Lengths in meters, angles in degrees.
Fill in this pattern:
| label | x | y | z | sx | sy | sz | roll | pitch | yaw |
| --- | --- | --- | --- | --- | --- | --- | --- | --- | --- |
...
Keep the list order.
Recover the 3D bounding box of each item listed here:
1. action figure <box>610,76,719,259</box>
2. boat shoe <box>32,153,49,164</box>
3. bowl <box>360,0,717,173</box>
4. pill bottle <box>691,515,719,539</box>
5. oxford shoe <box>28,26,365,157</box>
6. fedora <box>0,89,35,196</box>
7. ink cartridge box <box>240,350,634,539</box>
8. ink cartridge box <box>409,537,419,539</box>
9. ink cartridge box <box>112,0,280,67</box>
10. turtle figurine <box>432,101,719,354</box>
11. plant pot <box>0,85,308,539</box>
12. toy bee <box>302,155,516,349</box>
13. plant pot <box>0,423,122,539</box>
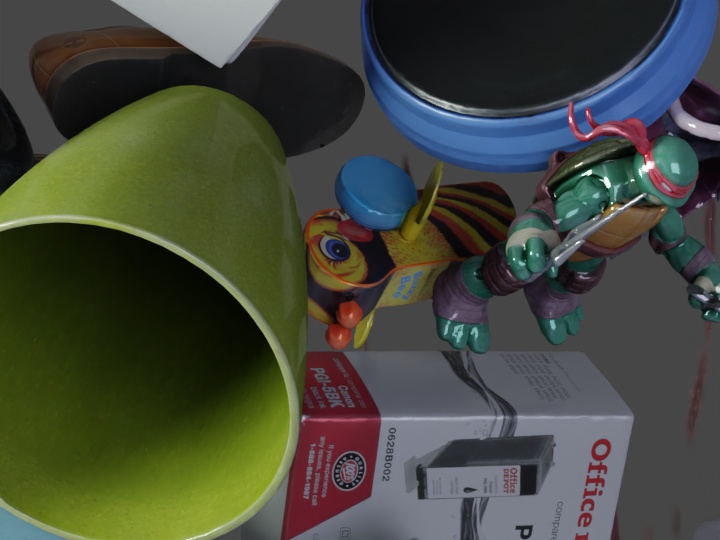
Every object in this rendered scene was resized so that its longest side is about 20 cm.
| label | x | y | z | sx | sy | sz | roll | pitch | yaw |
| --- | --- | --- | --- | --- | --- | --- | --- | --- | --- |
| action figure | 0.132 | -0.116 | 1.187 | 0.133 | 0.149 | 0.201 | -15 | 69 | -25 |
| boat shoe | -0.234 | -0.011 | 1.113 | 0.198 | 0.067 | 0.073 | -17 | 99 | -17 |
| bowl | 0.094 | -0.146 | 1.155 | 0.200 | 0.200 | 0.039 | -42 | 145 | -11 |
| pill bottle | 0.309 | 0.175 | 1.287 | 0.198 | 0.114 | 0.115 | -12 | 98 | -17 |
| oxford shoe | -0.088 | -0.108 | 1.160 | 0.199 | 0.071 | 0.072 | 3 | 120 | -34 |
| fedora | -0.257 | -0.088 | 1.054 | 0.092 | 0.201 | 0.201 | -43 | 107 | 10 |
| ink cartridge box | 0.041 | 0.127 | 1.189 | 0.198 | 0.083 | 0.148 | 0 | 112 | -18 |
| ink cartridge box | -0.026 | 0.249 | 1.086 | 0.199 | 0.086 | 0.149 | -25 | 74 | -7 |
| ink cartridge box | -0.118 | -0.222 | 1.095 | 0.199 | 0.083 | 0.147 | 31 | 44 | -18 |
| turtle figurine | 0.126 | -0.015 | 1.087 | 0.149 | 0.200 | 0.102 | 14 | 64 | -24 |
| plant pot | -0.100 | 0.000 | 1.034 | 0.185 | 0.201 | 0.189 | 6 | 125 | 9 |
| toy bee | 0.000 | 0.000 | 1.173 | 0.198 | 0.109 | 0.131 | -11 | 142 | -8 |
| plant pot | -0.248 | 0.118 | 1.083 | 0.199 | 0.141 | 0.142 | 29 | 85 | -15 |
